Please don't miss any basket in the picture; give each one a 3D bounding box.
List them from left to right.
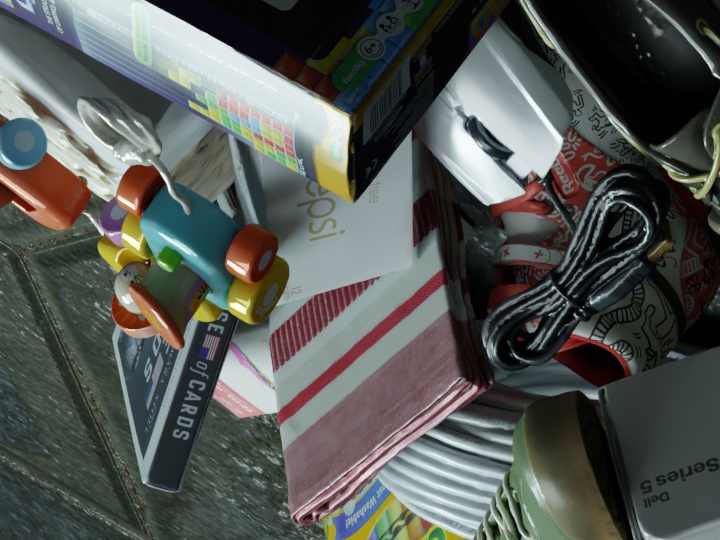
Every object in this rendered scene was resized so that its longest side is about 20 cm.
[{"bbox_3d":[-0.121,-0.128,1.001,0.200,0.136,0.124,41,166,13],"label":"basket"}]

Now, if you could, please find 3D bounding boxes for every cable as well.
[{"bbox_3d":[0.103,0.076,1.027,0.198,0.200,0.070,9,105,23],"label":"cable"}]

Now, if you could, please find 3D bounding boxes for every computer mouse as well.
[{"bbox_3d":[0.049,-0.066,0.888,0.110,0.044,0.201,-44,69,42],"label":"computer mouse"}]

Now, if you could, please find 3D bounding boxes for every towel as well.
[{"bbox_3d":[0.000,0.000,0.997,0.023,0.201,0.144,14,142,-32],"label":"towel"}]

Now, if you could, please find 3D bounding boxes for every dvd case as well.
[{"bbox_3d":[-0.093,0.008,1.127,0.025,0.151,0.200,15,-164,-15],"label":"dvd case"}]

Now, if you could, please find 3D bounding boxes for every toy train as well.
[{"bbox_3d":[-0.114,-0.018,0.911,0.150,0.056,0.200,40,166,-21],"label":"toy train"}]

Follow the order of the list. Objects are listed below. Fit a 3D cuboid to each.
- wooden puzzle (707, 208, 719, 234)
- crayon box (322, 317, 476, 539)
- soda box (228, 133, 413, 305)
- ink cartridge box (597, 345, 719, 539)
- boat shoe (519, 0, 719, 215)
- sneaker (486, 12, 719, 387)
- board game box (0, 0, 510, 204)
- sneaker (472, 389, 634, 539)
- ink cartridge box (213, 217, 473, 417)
[{"bbox_3d":[0.259,0.042,0.920,0.184,0.046,0.200,17,153,39],"label":"wooden puzzle"},{"bbox_3d":[0.033,0.129,1.148,0.051,0.201,0.126,10,136,-29],"label":"crayon box"},{"bbox_3d":[-0.019,-0.073,0.871,0.201,0.068,0.064,87,164,-54],"label":"soda box"},{"bbox_3d":[0.198,0.109,0.878,0.144,0.084,0.200,-20,137,10],"label":"ink cartridge box"},{"bbox_3d":[0.130,-0.065,0.827,0.202,0.061,0.072,51,141,-1],"label":"boat shoe"},{"bbox_3d":[0.080,-0.036,0.940,0.201,0.108,0.067,46,155,-20],"label":"sneaker"},{"bbox_3d":[-0.017,-0.144,0.763,0.165,0.200,0.057,29,153,18],"label":"board game box"},{"bbox_3d":[0.076,0.125,0.880,0.089,0.068,0.201,-17,143,12],"label":"sneaker"},{"bbox_3d":[-0.017,0.010,1.147,0.067,0.117,0.200,39,157,-18],"label":"ink cartridge box"}]
